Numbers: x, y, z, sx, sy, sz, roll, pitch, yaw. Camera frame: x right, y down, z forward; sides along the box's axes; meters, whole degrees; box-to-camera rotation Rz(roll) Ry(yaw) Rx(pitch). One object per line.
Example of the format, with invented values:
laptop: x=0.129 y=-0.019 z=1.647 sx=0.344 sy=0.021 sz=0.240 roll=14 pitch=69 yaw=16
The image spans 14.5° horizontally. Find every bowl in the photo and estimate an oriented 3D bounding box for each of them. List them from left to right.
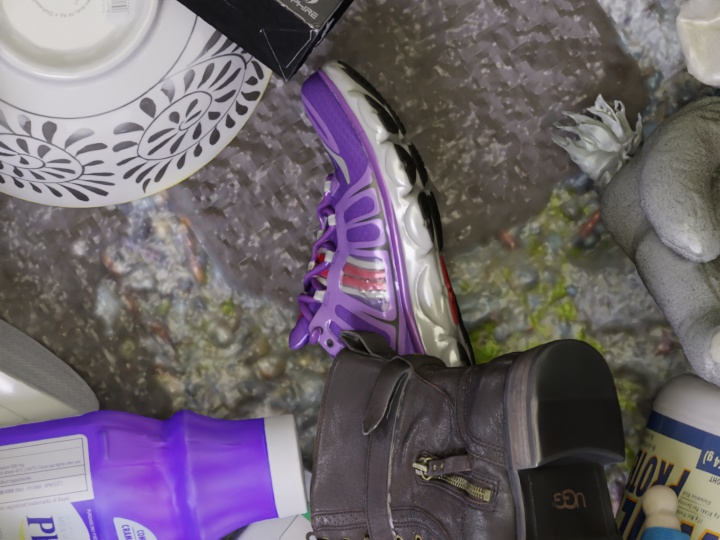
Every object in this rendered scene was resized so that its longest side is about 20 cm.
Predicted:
bowl: x=-0.135 y=-0.129 z=1.328 sx=0.201 sy=0.094 sz=0.201 roll=0 pitch=91 yaw=-1

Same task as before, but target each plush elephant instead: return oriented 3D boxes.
plush elephant: x=0.195 y=-0.051 z=1.295 sx=0.155 sy=0.165 sz=0.200 roll=-47 pitch=56 yaw=18

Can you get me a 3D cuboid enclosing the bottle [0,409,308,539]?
bottle: x=-0.125 y=0.104 z=1.306 sx=0.200 sy=0.084 sz=0.065 roll=-8 pitch=55 yaw=-1

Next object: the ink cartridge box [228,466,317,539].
ink cartridge box: x=-0.029 y=0.214 z=1.313 sx=0.161 sy=0.050 sz=0.200 roll=40 pitch=57 yaw=-2

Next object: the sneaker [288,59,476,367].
sneaker: x=0.000 y=0.000 z=1.342 sx=0.083 sy=0.081 sz=0.200 roll=-13 pitch=91 yaw=6

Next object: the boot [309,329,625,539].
boot: x=0.040 y=0.119 z=1.248 sx=0.069 sy=0.174 sz=0.200 roll=12 pitch=77 yaw=-36

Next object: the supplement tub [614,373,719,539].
supplement tub: x=0.177 y=0.162 z=1.311 sx=0.145 sy=0.145 sz=0.200 roll=19 pitch=90 yaw=-1

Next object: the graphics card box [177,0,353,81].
graphics card box: x=-0.027 y=-0.195 z=1.303 sx=0.125 sy=0.051 sz=0.200 roll=36 pitch=55 yaw=-2

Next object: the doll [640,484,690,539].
doll: x=0.094 y=0.149 z=1.257 sx=0.136 sy=0.200 sz=0.048 roll=-49 pitch=132 yaw=2

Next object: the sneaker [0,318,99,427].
sneaker: x=-0.233 y=0.062 z=1.347 sx=0.200 sy=0.074 sz=0.116 roll=26 pitch=101 yaw=-2
